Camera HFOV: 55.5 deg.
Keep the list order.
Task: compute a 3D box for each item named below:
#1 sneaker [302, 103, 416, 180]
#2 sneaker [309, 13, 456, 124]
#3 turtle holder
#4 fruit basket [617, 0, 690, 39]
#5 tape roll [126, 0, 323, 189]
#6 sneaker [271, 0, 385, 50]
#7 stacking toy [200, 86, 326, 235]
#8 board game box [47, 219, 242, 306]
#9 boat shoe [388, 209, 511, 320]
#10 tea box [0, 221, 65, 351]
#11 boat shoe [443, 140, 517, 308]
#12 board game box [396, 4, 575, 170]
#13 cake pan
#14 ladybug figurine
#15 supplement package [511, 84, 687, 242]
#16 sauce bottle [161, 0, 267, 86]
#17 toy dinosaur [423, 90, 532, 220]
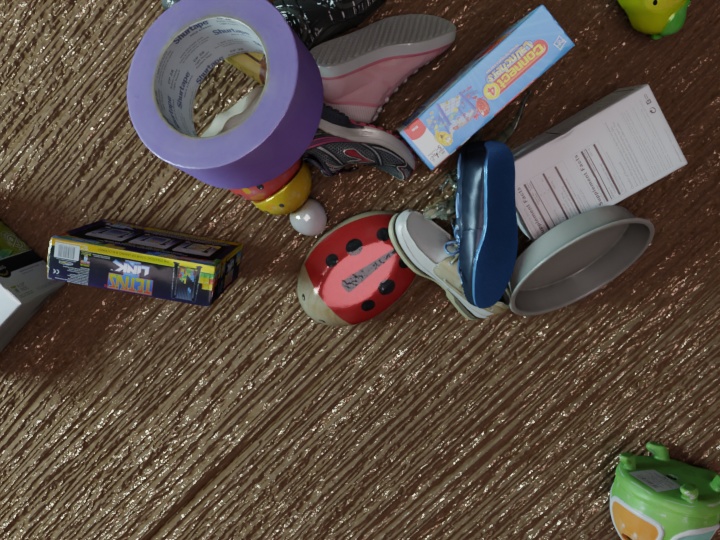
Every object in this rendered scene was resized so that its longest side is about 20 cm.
[{"bbox_3d":[-0.019,-0.150,0.862,0.200,0.081,0.075,14,88,-31],"label":"sneaker"},{"bbox_3d":[0.029,-0.255,0.878,0.200,0.075,0.105,-23,140,-16],"label":"sneaker"},{"bbox_3d":[0.428,0.325,0.957,0.141,0.185,0.132,16,103,32],"label":"turtle holder"},{"bbox_3d":[0.339,-0.385,0.805,0.215,0.156,0.216,-1,85,8],"label":"fruit basket"},{"bbox_3d":[-0.147,-0.196,0.753,0.200,0.085,0.200,-3,80,15],"label":"tape roll"},{"bbox_3d":[-0.044,-0.318,0.861,0.200,0.091,0.076,-15,98,28],"label":"sneaker"},{"bbox_3d":[-0.110,-0.123,0.891,0.146,0.146,0.200,-39,114,9],"label":"stacking toy"},{"bbox_3d":[-0.269,-0.014,0.884,0.200,0.165,0.057,10,101,0],"label":"board game box"},{"bbox_3d":[0.123,-0.011,0.893,0.200,0.068,0.075,41,60,-25],"label":"boat shoe"},{"bbox_3d":[-0.558,0.029,0.921,0.200,0.134,0.197,-43,98,9],"label":"tea box"},{"bbox_3d":[0.148,-0.056,0.829,0.084,0.069,0.200,-4,106,-36],"label":"boat shoe"},{"bbox_3d":[0.135,-0.211,0.812,0.196,0.200,0.056,-41,99,10],"label":"board game box"},{"bbox_3d":[0.272,-0.012,0.867,0.200,0.200,0.037,-30,62,8],"label":"cake pan"},{"bbox_3d":[0.000,0.000,0.925,0.200,0.072,0.136,-41,97,9],"label":"ladybug figurine"},{"bbox_3d":[0.278,-0.133,0.866,0.200,0.114,0.110,-30,99,9],"label":"supplement package"},{"bbox_3d":[-0.164,-0.297,0.849,0.200,0.066,0.066,38,101,16],"label":"sauce bottle"},{"bbox_3d":[0.147,-0.144,0.881,0.047,0.088,0.200,33,95,-21],"label":"toy dinosaur"}]
